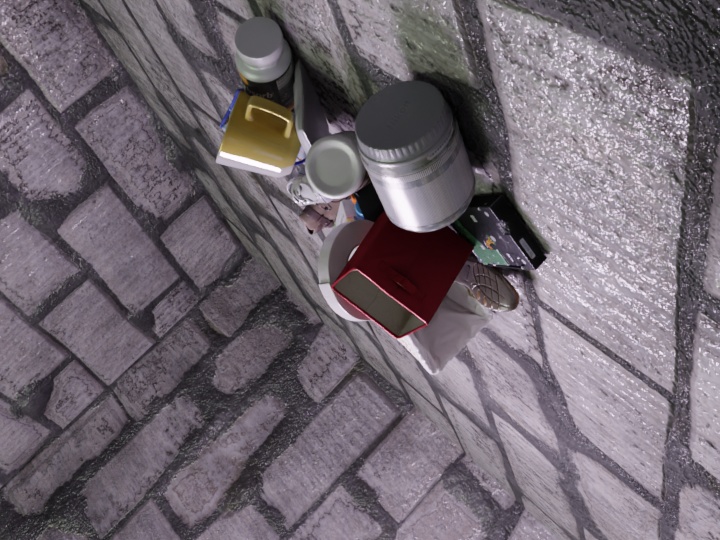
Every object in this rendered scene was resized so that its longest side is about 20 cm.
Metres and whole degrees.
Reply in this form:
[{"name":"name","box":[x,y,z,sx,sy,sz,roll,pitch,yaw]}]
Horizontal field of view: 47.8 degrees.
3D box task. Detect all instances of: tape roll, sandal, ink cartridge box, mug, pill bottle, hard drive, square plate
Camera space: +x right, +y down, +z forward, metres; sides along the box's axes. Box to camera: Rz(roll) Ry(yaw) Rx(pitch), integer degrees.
[{"name":"tape roll","box":[0.000,0.000,1.637,0.037,0.204,0.204,-6,129,48]},{"name":"sandal","box":[-0.001,-0.187,1.693,0.202,0.076,0.043,57,-163,22]},{"name":"ink cartridge box","box":[-0.009,-0.055,1.823,0.202,0.066,0.119,-106,27,-50]},{"name":"mug","box":[-0.195,-0.258,1.622,0.151,0.152,0.187,21,-174,-11]},{"name":"pill bottle","box":[-0.188,-0.406,1.632,0.116,0.116,0.201,43,168,17]},{"name":"pill bottle","box":[-0.026,-0.206,1.546,0.115,0.114,0.200,47,-161,-1]},{"name":"hard drive","box":[0.229,-0.068,1.420,0.140,0.038,0.200,51,167,-13]},{"name":"square plate","box":[-0.096,-0.285,1.637,0.201,0.028,0.201,64,-164,-53]}]

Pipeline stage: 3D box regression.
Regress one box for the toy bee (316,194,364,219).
[{"name":"toy bee","box":[0.017,-0.163,1.765,0.197,0.111,0.131,23,168,-14]}]

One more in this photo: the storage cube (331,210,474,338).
[{"name":"storage cube","box":[0.075,-0.005,1.521,0.170,0.181,0.200,36,161,-6]}]

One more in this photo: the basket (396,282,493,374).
[{"name":"basket","box":[0.148,0.074,1.771,0.160,0.200,0.199,35,163,51]}]

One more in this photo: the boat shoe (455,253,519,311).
[{"name":"boat shoe","box":[0.244,0.014,1.560,0.200,0.071,0.077,45,127,47]}]

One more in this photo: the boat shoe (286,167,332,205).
[{"name":"boat shoe","box":[-0.107,-0.159,1.639,0.074,0.065,0.200,55,175,-14]}]

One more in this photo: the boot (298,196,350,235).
[{"name":"boot","box":[-0.090,-0.170,1.958,0.070,0.146,0.201,42,167,29]}]

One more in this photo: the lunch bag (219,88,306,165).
[{"name":"lunch bag","box":[-0.182,-0.323,1.817,0.170,0.125,0.199,43,-154,14]}]

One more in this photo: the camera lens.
[{"name":"camera lens","box":[0.089,-0.173,1.282,0.159,0.160,0.201,37,164,39]}]
